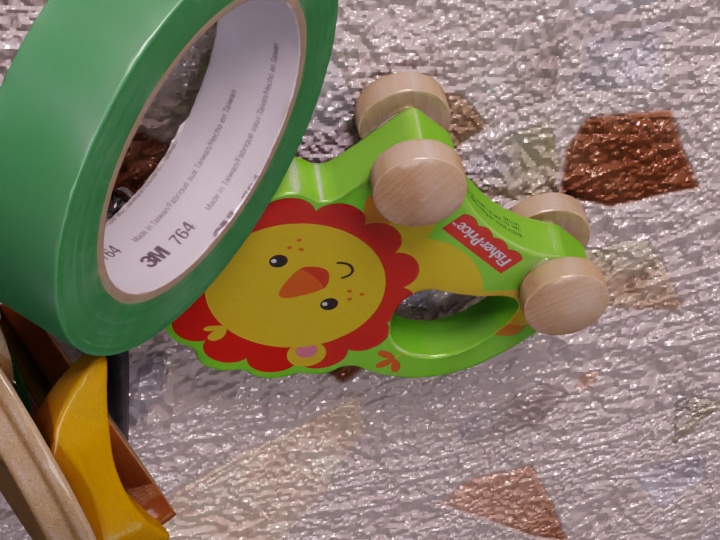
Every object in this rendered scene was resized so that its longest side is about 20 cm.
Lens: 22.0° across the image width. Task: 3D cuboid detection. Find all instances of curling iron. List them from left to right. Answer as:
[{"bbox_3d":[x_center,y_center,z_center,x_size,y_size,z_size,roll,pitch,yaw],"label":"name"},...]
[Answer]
[{"bbox_3d":[-0.126,0.034,0.950,0.025,0.050,0.201,-25,149,-29],"label":"curling iron"}]

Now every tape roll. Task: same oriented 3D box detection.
[{"bbox_3d":[-0.083,-0.062,0.784,0.201,0.048,0.201,-53,162,-25],"label":"tape roll"}]

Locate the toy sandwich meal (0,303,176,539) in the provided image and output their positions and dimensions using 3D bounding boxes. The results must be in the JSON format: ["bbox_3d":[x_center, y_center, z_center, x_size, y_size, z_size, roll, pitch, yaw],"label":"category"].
[{"bbox_3d":[-0.153,0.061,0.882,0.070,0.205,0.206,-31,137,-16],"label":"toy sandwich meal"}]

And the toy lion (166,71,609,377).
[{"bbox_3d":[0.000,0.000,0.953,0.191,0.069,0.200,-34,134,24],"label":"toy lion"}]
